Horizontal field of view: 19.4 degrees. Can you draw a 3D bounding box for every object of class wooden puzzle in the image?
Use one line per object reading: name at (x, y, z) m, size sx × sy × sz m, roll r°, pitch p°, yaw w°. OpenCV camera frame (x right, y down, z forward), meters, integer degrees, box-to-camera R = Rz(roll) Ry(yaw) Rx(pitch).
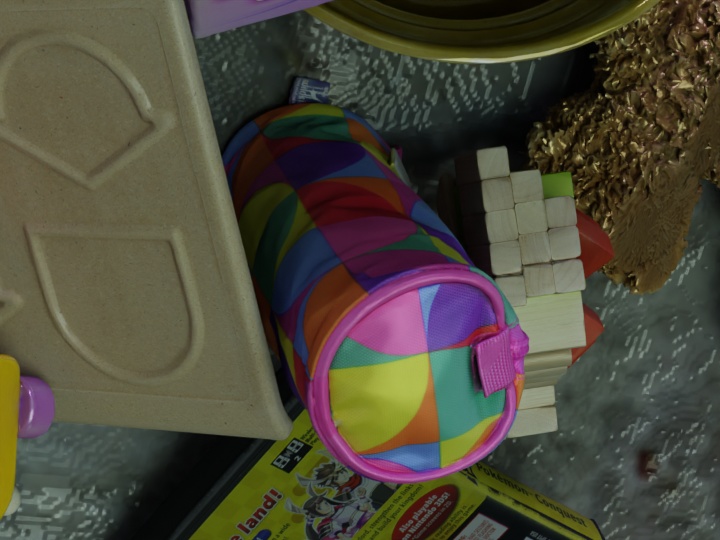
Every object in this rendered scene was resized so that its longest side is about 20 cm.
wooden puzzle at (-0.120, -0.030, 0.749) m, size 0.046 × 0.184 × 0.201 m, roll -55°, pitch 139°, yaw -47°

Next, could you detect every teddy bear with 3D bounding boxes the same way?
teddy bear at (0.139, -0.091, 0.882) m, size 0.144 × 0.067 × 0.201 m, roll 12°, pitch 107°, yaw -46°

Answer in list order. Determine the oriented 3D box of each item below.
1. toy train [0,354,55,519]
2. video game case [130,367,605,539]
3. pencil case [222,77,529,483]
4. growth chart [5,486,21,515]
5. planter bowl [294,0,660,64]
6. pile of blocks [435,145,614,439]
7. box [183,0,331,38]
toy train at (-0.181, 0.055, 0.708) m, size 0.150 × 0.055 × 0.201 m, roll 46°, pitch 55°, yaw -44°
video game case at (-0.021, 0.148, 0.906) m, size 0.180 × 0.026 × 0.200 m, roll 29°, pitch 113°, yaw -31°
pencil case at (0.000, 0.000, 0.781) m, size 0.088 × 0.200 × 0.089 m, roll -6°, pitch 116°, yaw -12°
growth chart at (-0.203, 0.142, 0.800) m, size 0.145 × 0.018 × 0.201 m, roll 35°, pitch 74°, yaw -54°
planter bowl at (0.034, -0.156, 0.766) m, size 0.199 × 0.084 × 0.202 m, roll 1°, pitch 75°, yaw -4°
pile of blocks at (0.066, 0.006, 0.849) m, size 0.062 × 0.083 × 0.200 m, roll -7°, pitch 155°, yaw -8°
box at (0.018, -0.170, 0.621) m, size 0.175 × 0.200 × 0.097 m, roll -18°, pitch 76°, yaw -8°
